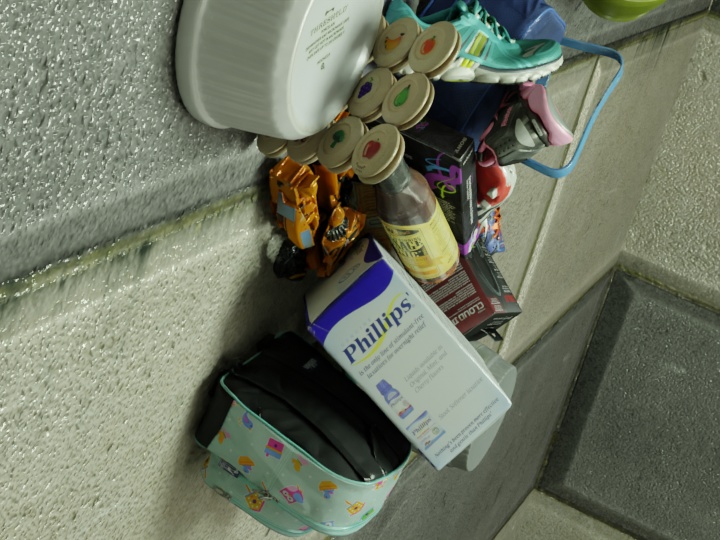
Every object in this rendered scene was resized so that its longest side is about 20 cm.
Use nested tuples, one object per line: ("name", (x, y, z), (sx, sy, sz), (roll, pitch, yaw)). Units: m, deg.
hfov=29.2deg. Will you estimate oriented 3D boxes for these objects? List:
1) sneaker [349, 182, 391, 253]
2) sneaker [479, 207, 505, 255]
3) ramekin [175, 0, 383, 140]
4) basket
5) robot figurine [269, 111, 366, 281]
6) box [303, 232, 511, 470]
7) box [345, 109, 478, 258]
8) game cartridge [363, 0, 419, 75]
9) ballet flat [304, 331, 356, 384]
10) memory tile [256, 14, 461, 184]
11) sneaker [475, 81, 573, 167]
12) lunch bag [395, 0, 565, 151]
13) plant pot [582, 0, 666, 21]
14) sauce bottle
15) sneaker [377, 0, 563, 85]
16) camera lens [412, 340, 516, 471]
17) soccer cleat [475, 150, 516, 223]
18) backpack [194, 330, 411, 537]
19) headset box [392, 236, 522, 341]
("sneaker", (0.000, 0.000, 1.537), (0.088, 0.074, 0.203), (-101, -173, -78))
("sneaker", (0.179, -0.059, 1.983), (0.075, 0.078, 0.202), (-21, 132, -66))
("ramekin", (-0.057, -0.199, 1.110), (0.203, 0.093, 0.204), (-54, 159, -32))
("basket", (0.189, -0.210, 1.622), (0.178, 0.198, 0.140), (-60, 161, -21))
("robot figurine", (-0.040, -0.068, 1.376), (0.146, 0.058, 0.201), (-56, 159, -23))
("box", (0.042, 0.078, 1.415), (0.105, 0.200, 0.184), (-41, -171, 3))
("box", (0.058, -0.102, 1.477), (0.036, 0.142, 0.201), (-55, 160, -21))
("game cartridge", (0.024, -0.295, 1.326), (0.130, 0.038, 0.202), (-53, 158, -47))
("ballet flat", (-0.036, 0.106, 1.557), (0.071, 0.070, 0.202), (79, 4, -61))
("memory tile", (-0.006, -0.155, 1.184), (0.017, 0.199, 0.155), (36, 79, -37))
("sneaker", (0.155, -0.144, 1.410), (0.095, 0.079, 0.200), (-36, -176, 7))
("lunch bag", (0.120, -0.245, 1.492), (0.201, 0.132, 0.136), (-55, 163, 7))
("plant pot", (0.376, -0.441, 1.937), (0.202, 0.198, 0.193), (-64, 174, -7))
("sauce bottle", (0.049, -0.062, 1.428), (0.066, 0.065, 0.201), (-59, 145, -21))
("sneaker", (0.112, -0.225, 1.355), (0.077, 0.197, 0.081), (-143, -123, -65))
("camera lens", (0.080, 0.147, 1.757), (0.161, 0.198, 0.161), (-53, 158, -33))
("soccer cleat", (0.141, -0.102, 1.534), (0.085, 0.069, 0.200), (-43, 173, -13))
("backpack", (-0.054, 0.181, 1.416), (0.176, 0.198, 0.155), (-32, 147, -61))
("headset box", (0.113, 0.001, 1.672), (0.077, 0.202, 0.149), (-33, 168, 16))
